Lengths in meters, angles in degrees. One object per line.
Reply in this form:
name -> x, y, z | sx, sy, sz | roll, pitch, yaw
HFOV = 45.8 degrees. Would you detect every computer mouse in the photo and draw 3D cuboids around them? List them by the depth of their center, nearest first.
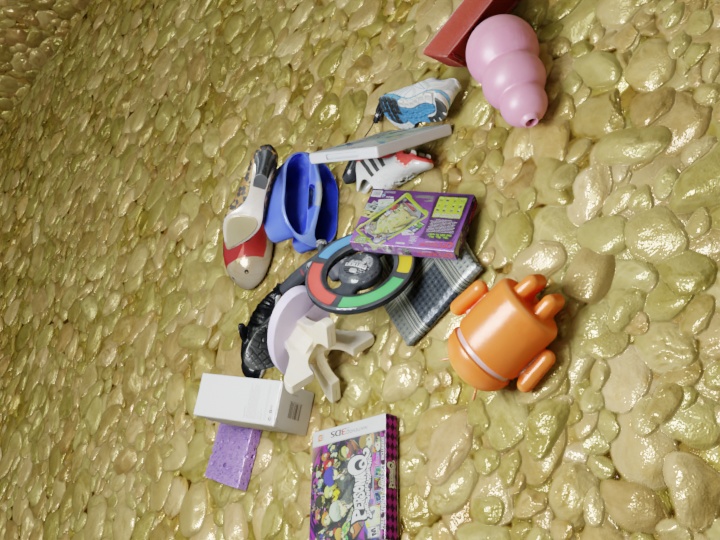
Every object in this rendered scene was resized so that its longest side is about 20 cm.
computer mouse -> 0.019, -0.258, 1.687 | 0.203, 0.034, 0.059 | -64, 11, -6

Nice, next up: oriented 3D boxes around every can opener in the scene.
can opener -> -0.093, 0.000, 1.641 | 0.199, 0.063, 0.080 | -30, 72, 39

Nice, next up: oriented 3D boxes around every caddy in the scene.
caddy -> -0.111, -0.133, 1.676 | 0.104, 0.140, 0.203 | -23, 56, 42

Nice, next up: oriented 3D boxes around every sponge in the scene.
sponge -> -0.238, 0.318, 1.674 | 0.110, 0.030, 0.203 | 1, 71, 46

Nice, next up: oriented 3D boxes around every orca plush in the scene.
orca plush -> -0.207, 0.116, 1.709 | 0.105, 0.071, 0.203 | 21, 87, 50

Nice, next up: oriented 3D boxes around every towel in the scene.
towel -> 0.106, 0.000, 1.465 | 0.193, 0.034, 0.201 | -50, 44, 22

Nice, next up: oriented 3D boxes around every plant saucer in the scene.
plant saucer -> 0.206, -0.434, 1.477 | 0.037, 0.199, 0.200 | 44, 108, 9

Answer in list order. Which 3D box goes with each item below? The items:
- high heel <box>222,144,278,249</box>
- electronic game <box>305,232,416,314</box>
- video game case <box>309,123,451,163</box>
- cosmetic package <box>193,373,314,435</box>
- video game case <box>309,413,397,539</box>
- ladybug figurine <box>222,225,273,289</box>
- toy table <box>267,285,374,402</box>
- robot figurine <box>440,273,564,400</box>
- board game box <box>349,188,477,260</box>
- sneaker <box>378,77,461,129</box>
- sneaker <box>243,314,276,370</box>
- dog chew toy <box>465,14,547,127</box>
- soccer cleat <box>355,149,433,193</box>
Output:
high heel -> -0.213, -0.145, 1.669 | 0.201, 0.070, 0.144 | -58, 17, 33
electronic game -> 0.000, 0.000, 1.456 | 0.196, 0.042, 0.202 | -11, 41, 10
video game case -> 0.036, -0.229, 1.541 | 0.181, 0.198, 0.022 | 3, 109, 47
cosmetic package -> -0.198, 0.248, 1.578 | 0.197, 0.107, 0.086 | 2, 73, 33
video game case -> -0.012, 0.352, 1.407 | 0.180, 0.036, 0.203 | -23, 56, 40
ladybug figurine -> -0.248, -0.058, 1.839 | 0.135, 0.071, 0.203 | -31, 51, 34
toy table -> -0.079, 0.135, 1.498 | 0.183, 0.202, 0.117 | -37, 49, -18
robot figurine -> 0.205, 0.092, 1.241 | 0.200, 0.143, 0.117 | -48, 21, 19
board game box -> 0.089, -0.080, 1.444 | 0.197, 0.033, 0.121 | 7, 54, 30
sneaker -> 0.115, -0.320, 1.594 | 0.087, 0.075, 0.199 | -48, 31, -22
sneaker -> -0.167, 0.131, 1.616 | 0.087, 0.076, 0.200 | -32, 11, 41
dog chew toy -> 0.248, -0.321, 1.402 | 0.124, 0.124, 0.203 | -34, 56, 31
soccer cleat -> 0.060, -0.179, 1.577 | 0.198, 0.068, 0.087 | 8, 88, 50
